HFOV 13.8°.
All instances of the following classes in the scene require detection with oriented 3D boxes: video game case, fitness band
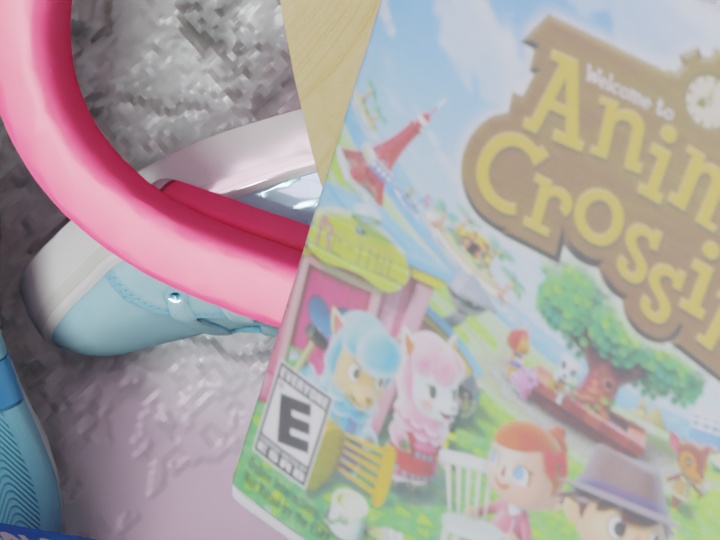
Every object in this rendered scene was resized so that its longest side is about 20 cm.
[{"bbox_3d":[0.069,0.024,0.640,0.200,0.022,0.182,33,120,29],"label":"video game case"},{"bbox_3d":[0.003,-0.054,0.743,0.200,0.037,0.144,17,110,12],"label":"fitness band"}]

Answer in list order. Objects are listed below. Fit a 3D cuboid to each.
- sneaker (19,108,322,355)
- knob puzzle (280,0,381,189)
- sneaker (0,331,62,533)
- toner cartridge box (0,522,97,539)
[{"bbox_3d":[0.000,0.000,0.807,0.200,0.074,0.082,-20,73,20],"label":"sneaker"},{"bbox_3d":[0.054,-0.071,0.668,0.220,0.030,0.220,17,116,37],"label":"knob puzzle"},{"bbox_3d":[-0.133,0.021,0.857,0.080,0.131,0.200,-7,107,-7],"label":"sneaker"},{"bbox_3d":[-0.133,0.158,0.786,0.043,0.095,0.200,39,99,26],"label":"toner cartridge box"}]
